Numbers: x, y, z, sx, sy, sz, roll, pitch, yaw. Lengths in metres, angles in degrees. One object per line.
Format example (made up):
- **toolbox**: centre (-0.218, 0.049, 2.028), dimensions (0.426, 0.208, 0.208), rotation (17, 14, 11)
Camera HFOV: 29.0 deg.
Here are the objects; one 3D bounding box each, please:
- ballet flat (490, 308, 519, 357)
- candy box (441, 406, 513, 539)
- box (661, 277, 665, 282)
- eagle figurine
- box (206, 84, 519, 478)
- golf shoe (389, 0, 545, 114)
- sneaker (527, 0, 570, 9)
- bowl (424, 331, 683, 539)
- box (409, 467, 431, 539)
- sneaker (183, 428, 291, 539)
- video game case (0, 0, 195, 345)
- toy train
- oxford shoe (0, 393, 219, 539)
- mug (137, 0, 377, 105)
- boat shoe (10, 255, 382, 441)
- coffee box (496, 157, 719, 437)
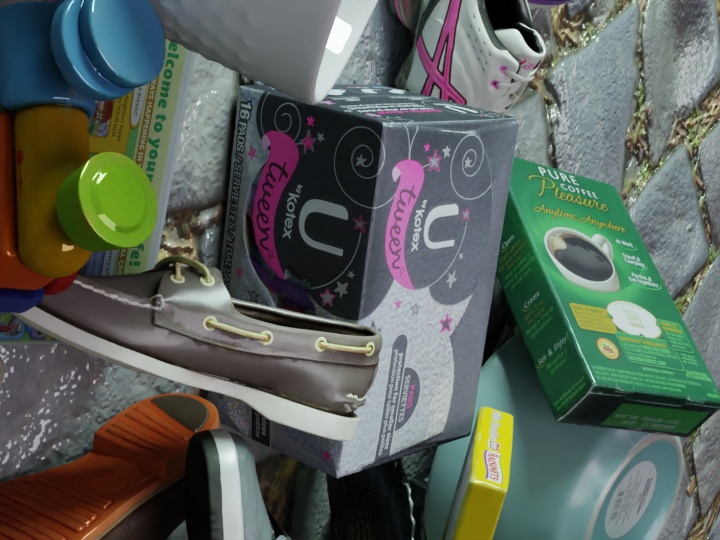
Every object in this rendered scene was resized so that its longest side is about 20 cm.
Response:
- **ballet flat**: centre (0.140, 0.034, 1.032), dimensions (0.072, 0.072, 0.201), rotation (9, 97, -52)
- **candy box**: centre (0.055, 0.192, 0.839), dimensions (0.102, 0.026, 0.201), rotation (-74, 177, -70)
- **box**: centre (0.218, 0.101, 1.138), dimensions (0.163, 0.021, 0.201), rotation (10, 88, -72)
- **eagle figurine**: centre (-0.016, 0.214, 0.867), dimensions (0.200, 0.152, 0.151), rotation (-49, 117, -20)
- **box**: centre (0.000, 0.000, 0.806), dimensions (0.132, 0.114, 0.201), rotation (-9, 111, -50)
- **golf shoe**: centre (0.069, -0.122, 0.863), dimensions (0.073, 0.092, 0.201), rotation (-34, 130, -40)
- **sneaker**: centre (0.107, -0.226, 0.875), dimensions (0.200, 0.083, 0.081), rotation (34, 78, -52)
- **bowl**: centre (0.147, 0.143, 0.958), dimensions (0.200, 0.105, 0.202), rotation (-26, 129, -37)
- **box**: centre (0.113, 0.204, 1.081), dimensions (0.200, 0.051, 0.158), rotation (-19, 120, -45)
- **sneaker**: centre (-0.023, 0.165, 0.739), dimensions (0.120, 0.084, 0.201), rotation (-12, 116, -15)
- **video game case**: centre (-0.159, -0.063, 0.660), dimensions (0.182, 0.022, 0.201), rotation (2, 102, -51)
- **toy train**: centre (-0.128, -0.013, 0.562), dimensions (0.084, 0.115, 0.201), rotation (7, 75, -49)
- **oxford shoe**: centre (-0.144, 0.140, 0.721), dimensions (0.200, 0.071, 0.073), rotation (-30, 130, -42)
- **mug**: centre (-0.065, -0.179, 0.613), dimensions (0.200, 0.175, 0.148), rotation (-61, 175, -73)
- **boat shoe**: centre (-0.079, 0.027, 0.681), dimensions (0.199, 0.072, 0.060), rotation (22, 90, -25)
- **coffee box**: centre (0.151, 0.015, 0.927), dimensions (0.123, 0.201, 0.044), rotation (10, 135, -34)
